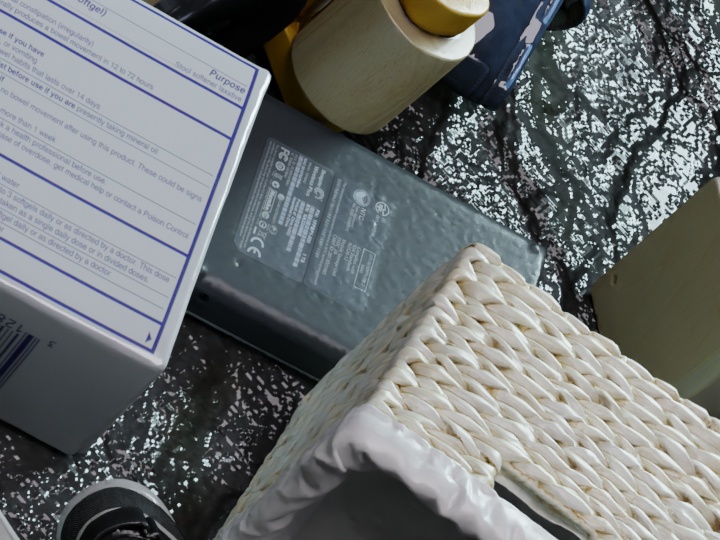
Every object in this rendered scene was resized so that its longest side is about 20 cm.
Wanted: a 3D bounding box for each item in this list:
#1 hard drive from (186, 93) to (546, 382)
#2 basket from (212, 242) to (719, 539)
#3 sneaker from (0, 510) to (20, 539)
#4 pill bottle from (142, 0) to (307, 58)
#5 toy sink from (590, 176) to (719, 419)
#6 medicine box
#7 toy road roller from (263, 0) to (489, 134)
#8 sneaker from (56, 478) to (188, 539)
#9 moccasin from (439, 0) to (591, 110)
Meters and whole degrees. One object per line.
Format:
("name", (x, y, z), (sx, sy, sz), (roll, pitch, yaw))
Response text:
("hard drive", (0.000, 0.000, 1.376), (0.199, 0.033, 0.140), (28, 51, -14))
("basket", (0.051, 0.126, 1.222), (0.198, 0.200, 0.161), (37, 47, -7))
("sneaker", (-0.183, 0.161, 1.147), (0.099, 0.071, 0.200), (-36, 106, -12))
("pill bottle", (-0.118, -0.207, 1.377), (0.112, 0.112, 0.201), (-18, 73, -38))
("toy sink", (0.252, 0.030, 1.453), (0.199, 0.130, 0.113), (6, 59, -28))
("medicine box", (-0.165, -0.047, 1.254), (0.182, 0.103, 0.201), (29, 50, -14))
("toy road roller", (0.020, -0.178, 1.445), (0.146, 0.123, 0.201), (4, 59, -43))
("sneaker", (-0.069, 0.191, 1.137), (0.073, 0.112, 0.200), (-35, 104, 0))
("moccasin", (0.104, -0.166, 1.527), (0.068, 0.080, 0.200), (44, 63, -6))
